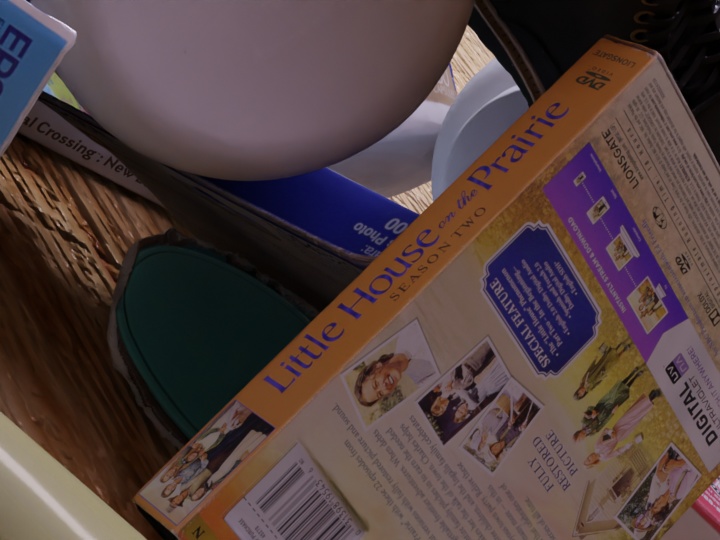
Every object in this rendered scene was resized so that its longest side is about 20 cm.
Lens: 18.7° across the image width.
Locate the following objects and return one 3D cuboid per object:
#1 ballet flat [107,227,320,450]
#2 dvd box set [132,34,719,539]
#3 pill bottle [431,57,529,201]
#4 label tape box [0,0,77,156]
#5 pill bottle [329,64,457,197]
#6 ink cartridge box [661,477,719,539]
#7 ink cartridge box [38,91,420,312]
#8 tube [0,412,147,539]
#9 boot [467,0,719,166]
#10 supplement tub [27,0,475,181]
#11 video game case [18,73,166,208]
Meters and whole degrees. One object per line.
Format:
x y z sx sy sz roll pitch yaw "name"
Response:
-0.014 0.063 0.783 0.200 0.072 0.072 39 20 -11 "ballet flat"
0.044 0.048 0.663 0.029 0.200 0.146 29 -20 51 "dvd box set"
0.089 -0.040 0.860 0.111 0.111 0.200 45 16 3 "pill bottle"
-0.163 -0.050 0.512 0.200 0.143 0.066 36 15 14 "label tape box"
-0.028 -0.132 0.930 0.111 0.111 0.200 9 65 -59 "pill bottle"
0.105 0.071 0.956 0.148 0.086 0.200 43 18 -3 "ink cartridge box"
0.000 0.000 0.774 0.199 0.041 0.200 28 -11 41 "ink cartridge box"
-0.100 0.065 0.587 0.200 0.058 0.052 43 11 -8 "tube"
0.101 -0.067 0.686 0.200 0.077 0.138 46 -13 -3 "boot"
-0.059 -0.123 0.734 0.145 0.145 0.200 34 4 -28 "supplement tub"
-0.159 -0.123 0.915 0.182 0.022 0.200 28 25 -40 "video game case"
